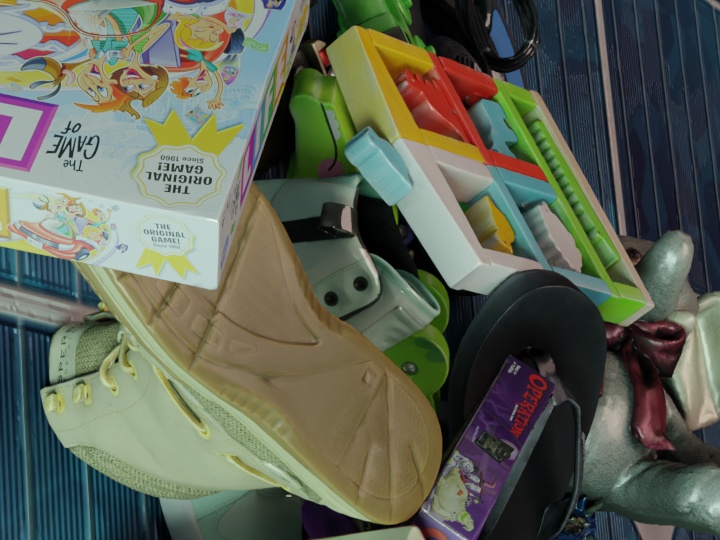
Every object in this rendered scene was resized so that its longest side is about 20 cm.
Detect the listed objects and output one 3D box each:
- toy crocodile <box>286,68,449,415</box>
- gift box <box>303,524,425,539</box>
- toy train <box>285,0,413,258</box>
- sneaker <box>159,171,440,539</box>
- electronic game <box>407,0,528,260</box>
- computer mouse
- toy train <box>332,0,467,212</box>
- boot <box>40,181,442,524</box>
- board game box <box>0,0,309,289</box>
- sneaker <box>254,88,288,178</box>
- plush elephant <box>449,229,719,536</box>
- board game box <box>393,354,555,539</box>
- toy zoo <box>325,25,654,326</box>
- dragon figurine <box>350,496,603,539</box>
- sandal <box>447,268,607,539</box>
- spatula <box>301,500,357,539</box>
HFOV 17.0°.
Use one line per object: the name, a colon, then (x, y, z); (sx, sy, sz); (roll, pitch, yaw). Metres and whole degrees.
toy crocodile: (0.000, 0.000, 1.134); (0.068, 0.062, 0.200); (-87, 160, -61)
gift box: (-0.034, 0.210, 0.868); (0.185, 0.200, 0.187); (59, 34, -23)
toy train: (-0.020, -0.081, 1.167); (0.046, 0.034, 0.200); (-41, 118, -40)
sneaker: (-0.023, 0.054, 1.026); (0.074, 0.118, 0.201); (12, 69, -60)
electronic game: (0.047, -0.087, 1.298); (0.200, 0.042, 0.201); (31, 54, -54)
computer mouse: (0.061, -0.073, 1.242); (0.034, 0.058, 0.201); (79, 18, -60)
toy train: (0.011, -0.111, 1.180); (0.200, 0.042, 0.056); (65, 9, 13)
boot: (-0.079, 0.021, 0.906); (0.200, 0.155, 0.073); (46, 61, -30)
board game box: (-0.127, -0.071, 0.805); (0.034, 0.199, 0.135); (96, 7, -48)
sneaker: (-0.061, -0.138, 1.076); (0.070, 0.075, 0.201); (-44, 118, -59)
plush elephant: (0.132, 0.043, 1.242); (0.200, 0.164, 0.155); (131, -18, -77)
board game box: (0.010, 0.137, 1.003); (0.032, 0.200, 0.120); (35, 36, 5)
toy zoo: (0.054, -0.043, 1.098); (0.200, 0.020, 0.131); (13, 45, -56)
dragon figurine: (0.059, 0.121, 1.152); (0.200, 0.099, 0.059); (52, 25, -60)
sandal: (0.072, 0.096, 1.067); (0.076, 0.043, 0.201); (-2, 112, -33)
spatula: (-0.023, 0.062, 1.127); (0.056, 0.020, 0.201); (-3, 81, -69)
